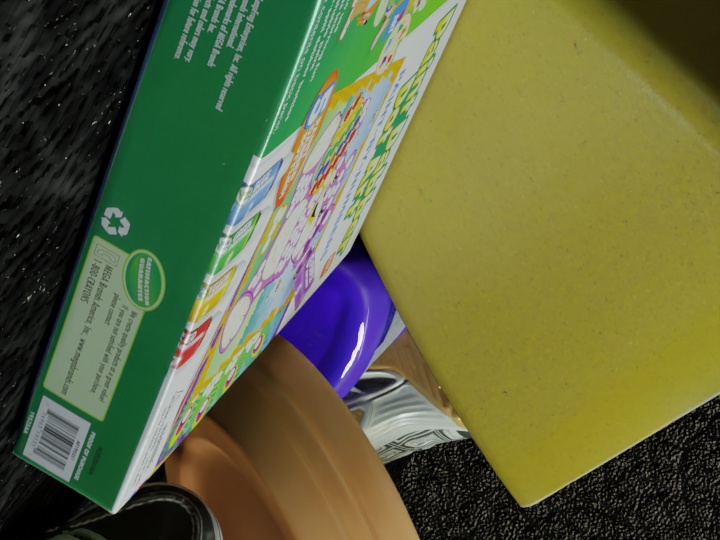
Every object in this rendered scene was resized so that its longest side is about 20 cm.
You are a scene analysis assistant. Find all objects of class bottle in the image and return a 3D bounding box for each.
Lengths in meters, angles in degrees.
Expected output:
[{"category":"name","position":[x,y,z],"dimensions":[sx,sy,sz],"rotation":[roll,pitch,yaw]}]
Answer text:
[{"category":"bottle","position":[0.000,0.000,0.773],"dimensions":[0.084,0.065,0.200],"rotation":[-64,172,21]}]

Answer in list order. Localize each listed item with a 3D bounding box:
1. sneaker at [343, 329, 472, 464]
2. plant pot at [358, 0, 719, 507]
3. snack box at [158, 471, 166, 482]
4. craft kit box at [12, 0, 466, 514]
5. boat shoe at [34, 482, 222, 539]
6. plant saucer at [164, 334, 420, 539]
[{"category":"sneaker","position":[0.024,0.062,0.865],"dimensions":[0.088,0.198,0.076],"rotation":[112,-32,-69]},{"category":"plant pot","position":[0.104,-0.060,0.683],"dimensions":[0.200,0.176,0.200],"rotation":[-39,-173,41]},{"category":"snack box","position":[-0.012,0.167,0.824],"dimensions":[0.053,0.199,0.142],"rotation":[-57,173,-8]},{"category":"craft kit box","position":[-0.022,-0.050,0.535],"dimensions":[0.201,0.048,0.198],"rotation":[-65,174,34]},{"category":"boat shoe","position":[-0.102,0.128,0.576],"dimensions":[0.200,0.070,0.064],"rotation":[-47,167,-53]},{"category":"plant saucer","position":[-0.029,0.120,0.659],"dimensions":[0.037,0.201,0.201],"rotation":[-22,155,-25]}]
